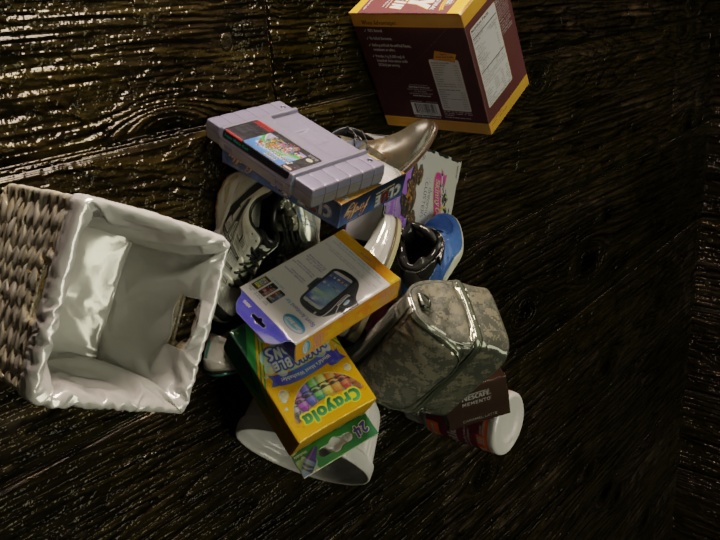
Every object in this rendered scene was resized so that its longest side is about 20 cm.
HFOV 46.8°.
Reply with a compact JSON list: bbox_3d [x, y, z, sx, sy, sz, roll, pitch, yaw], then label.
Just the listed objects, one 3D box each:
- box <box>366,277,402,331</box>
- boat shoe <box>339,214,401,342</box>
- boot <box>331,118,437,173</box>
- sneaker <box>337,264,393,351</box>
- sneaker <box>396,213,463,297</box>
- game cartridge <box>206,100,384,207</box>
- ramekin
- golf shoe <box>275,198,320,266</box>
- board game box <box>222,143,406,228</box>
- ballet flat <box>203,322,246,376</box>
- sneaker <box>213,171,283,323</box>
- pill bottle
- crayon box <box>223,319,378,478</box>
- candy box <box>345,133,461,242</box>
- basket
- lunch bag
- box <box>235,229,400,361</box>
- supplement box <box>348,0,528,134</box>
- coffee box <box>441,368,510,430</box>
[{"bbox_3d":[0.052,0.117,1.365,0.128,0.108,0.202,24,81,-52],"label":"box"},{"bbox_3d":[0.000,0.000,1.208,0.068,0.075,0.201,25,70,-9],"label":"boat shoe"},{"bbox_3d":[0.014,-0.174,1.203,0.199,0.075,0.097,-37,129,7],"label":"boot"},{"bbox_3d":[-0.007,0.072,1.292,0.200,0.083,0.121,-40,125,-30],"label":"sneaker"},{"bbox_3d":[0.107,-0.044,1.270,0.112,0.076,0.201,78,30,-44],"label":"sneaker"},{"bbox_3d":[-0.083,-0.150,1.025,0.129,0.200,0.039,-21,136,-44],"label":"game cartridge"},{"bbox_3d":[-0.067,0.215,1.170,0.200,0.199,0.106,51,49,-47],"label":"ramekin"},{"bbox_3d":[-0.077,-0.050,1.179,0.097,0.078,0.201,-48,136,-43],"label":"golf shoe"},{"bbox_3d":[-0.061,-0.133,1.067,0.135,0.199,0.035,-30,142,-45],"label":"board game box"},{"bbox_3d":[-0.127,0.100,1.149,0.199,0.069,0.070,-5,105,-41],"label":"ballet flat"},{"bbox_3d":[-0.151,-0.026,1.071,0.075,0.087,0.202,4,98,-55],"label":"sneaker"},{"bbox_3d":[0.182,0.249,1.501,0.114,0.199,0.115,-19,114,-49],"label":"pill bottle"},{"bbox_3d":[-0.070,0.144,1.065,0.125,0.201,0.052,-25,161,-32],"label":"crayon box"},{"bbox_3d":[0.073,-0.119,1.357,0.199,0.071,0.169,7,94,-53],"label":"candy box"},{"bbox_3d":[-0.274,0.029,0.860,0.199,0.160,0.200,18,85,-54],"label":"basket"},{"bbox_3d":[0.084,0.109,1.184,0.167,0.200,0.140,15,45,-30],"label":"lunch bag"},{"bbox_3d":[-0.060,0.033,1.073,0.199,0.119,0.042,-32,147,-27],"label":"box"},{"bbox_3d":[0.121,-0.333,1.254,0.133,0.196,0.201,-52,137,-30],"label":"supplement box"},{"bbox_3d":[0.167,0.173,1.439,0.113,0.200,0.080,-16,119,-9],"label":"coffee box"}]
